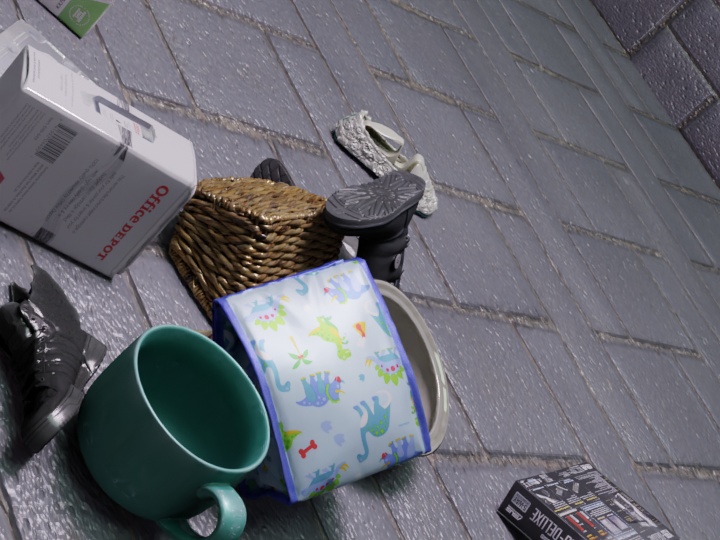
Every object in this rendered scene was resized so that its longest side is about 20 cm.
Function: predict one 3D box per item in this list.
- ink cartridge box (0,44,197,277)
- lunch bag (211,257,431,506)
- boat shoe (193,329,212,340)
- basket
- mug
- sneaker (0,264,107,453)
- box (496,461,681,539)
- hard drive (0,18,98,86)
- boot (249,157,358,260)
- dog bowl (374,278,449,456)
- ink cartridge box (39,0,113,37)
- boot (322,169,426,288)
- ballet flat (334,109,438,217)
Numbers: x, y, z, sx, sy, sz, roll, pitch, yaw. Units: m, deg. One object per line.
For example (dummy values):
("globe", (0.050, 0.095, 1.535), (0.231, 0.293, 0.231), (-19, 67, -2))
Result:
("ink cartridge box", (-0.278, -0.101, 1.381), (0.199, 0.146, 0.085), (31, 29, -30))
("lunch bag", (-0.046, 0.102, 1.362), (0.169, 0.127, 0.202), (-17, 97, -33))
("boat shoe", (-0.111, 0.079, 1.443), (0.199, 0.072, 0.073), (-2, 88, -54))
("basket", (-0.124, -0.017, 1.594), (0.142, 0.150, 0.200), (21, 15, 26))
("mug", (-0.171, 0.150, 1.232), (0.152, 0.114, 0.186), (38, 28, -21))
("sneaker", (-0.283, 0.073, 1.238), (0.104, 0.060, 0.200), (42, 21, -13))
("box", (0.278, 0.306, 1.717), (0.157, 0.050, 0.199), (39, 21, 27))
("hard drive", (-0.323, -0.175, 1.539), (0.200, 0.038, 0.140), (42, 26, -9))
("boot", (-0.055, -0.043, 1.745), (0.131, 0.070, 0.201), (-8, 70, -63))
("dog bowl", (0.014, 0.114, 1.557), (0.200, 0.073, 0.201), (38, 41, -43))
("ink cartridge box", (-0.364, -0.388, 1.679), (0.200, 0.117, 0.067), (41, 29, -13))
("boot", (0.001, 0.000, 1.628), (0.065, 0.201, 0.164), (32, 33, 27))
("ballet flat", (0.050, -0.155, 2.043), (0.200, 0.072, 0.072), (39, 27, -19))
